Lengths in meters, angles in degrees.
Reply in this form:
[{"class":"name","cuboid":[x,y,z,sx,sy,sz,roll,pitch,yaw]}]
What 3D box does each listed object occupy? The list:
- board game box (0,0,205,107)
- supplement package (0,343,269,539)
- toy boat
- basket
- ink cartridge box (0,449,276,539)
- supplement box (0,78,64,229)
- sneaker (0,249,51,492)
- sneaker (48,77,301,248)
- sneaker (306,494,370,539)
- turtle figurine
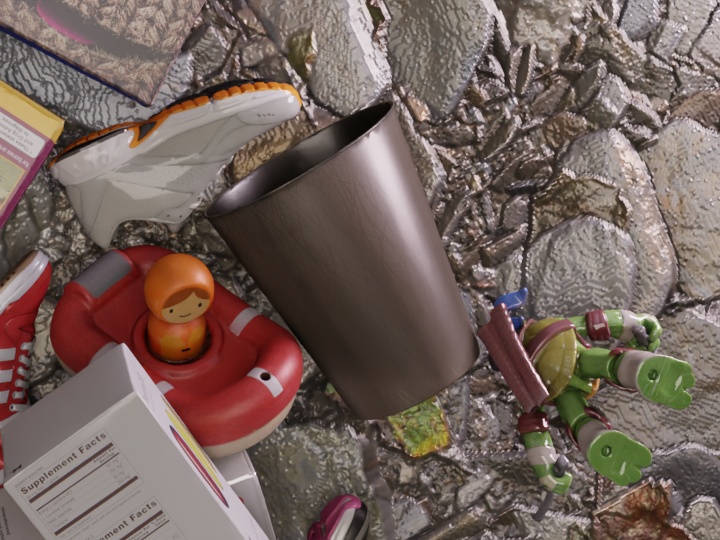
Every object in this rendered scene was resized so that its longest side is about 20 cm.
[{"class":"board game box","cuboid":[-0.182,-0.248,1.455,0.159,0.097,0.201,27,90,-9]},{"class":"supplement package","cuboid":[-0.147,0.171,1.335,0.109,0.114,0.201,-35,110,-1]},{"class":"toy boat","cuboid":[-0.133,0.041,1.427,0.199,0.131,0.130,34,55,20]},{"class":"basket","cuboid":[0.000,0.000,1.482,0.180,0.136,0.201,-37,106,-33]},{"class":"ink cartridge box","cuboid":[-0.167,0.213,1.465,0.199,0.084,0.146,-18,127,-8]},{"class":"supplement box","cuboid":[-0.324,-0.061,1.442,0.130,0.103,0.201,33,87,-9]},{"class":"sneaker","cuboid":[-0.266,0.091,1.477,0.112,0.071,0.201,35,96,-5]},{"class":"sneaker","cuboid":[-0.134,-0.083,1.493,0.199,0.076,0.093,-21,104,1]},{"class":"sneaker","cuboid":[-0.011,0.276,1.528,0.087,0.074,0.202,12,97,-9]},{"class":"turtle figurine","cuboid":[0.191,0.104,1.480,0.143,0.194,0.201,-26,108,-12]}]
